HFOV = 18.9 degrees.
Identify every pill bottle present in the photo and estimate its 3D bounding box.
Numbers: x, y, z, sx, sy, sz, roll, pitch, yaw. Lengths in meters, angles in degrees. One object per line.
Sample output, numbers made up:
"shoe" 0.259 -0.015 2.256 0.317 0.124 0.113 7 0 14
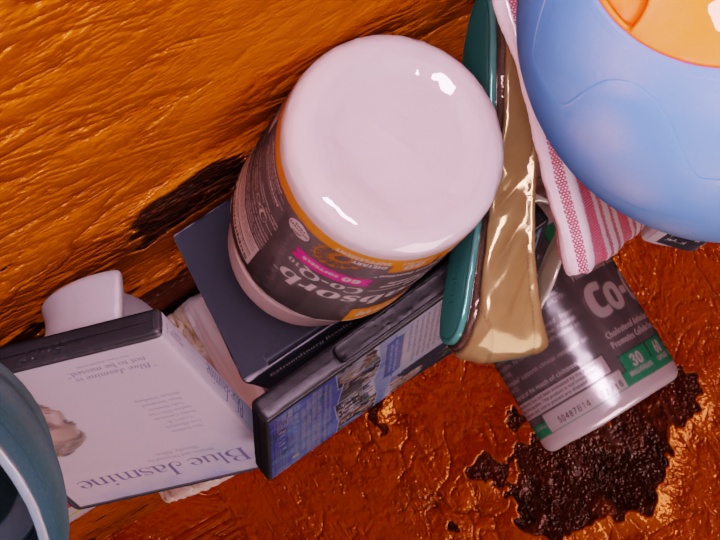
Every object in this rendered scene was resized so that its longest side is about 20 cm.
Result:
"pill bottle" 0.130 0.017 1.544 0.113 0.201 0.113 -31 175 -3
"pill bottle" -0.006 -0.039 1.142 0.116 0.117 0.200 -29 174 -20

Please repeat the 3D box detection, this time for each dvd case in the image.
"dvd case" -0.146 0.087 1.278 0.142 0.018 0.200 -14 151 13
"dvd case" 0.021 0.043 1.255 0.200 0.018 0.143 -35 166 -12

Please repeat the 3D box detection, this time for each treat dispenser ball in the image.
"treat dispenser ball" 0.170 -0.114 0.985 0.200 0.202 0.201 -31 174 -3

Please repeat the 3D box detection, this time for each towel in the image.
"towel" 0.115 -0.085 1.133 0.030 0.147 0.200 -14 -173 22

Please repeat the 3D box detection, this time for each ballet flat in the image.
"ballet flat" 0.082 -0.050 1.161 0.063 0.201 0.069 6 -179 -15

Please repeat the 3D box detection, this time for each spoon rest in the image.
"spoon rest" -0.155 0.048 1.328 0.060 0.100 0.200 -4 162 4

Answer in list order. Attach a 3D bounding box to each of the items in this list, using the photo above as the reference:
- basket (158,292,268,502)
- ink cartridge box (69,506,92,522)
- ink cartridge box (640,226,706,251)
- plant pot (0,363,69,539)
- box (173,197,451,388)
"basket" -0.097 0.086 1.673 0.123 0.136 0.200 -29 176 19
"ink cartridge box" -0.259 0.163 1.711 0.145 0.084 0.200 -31 174 -7
"ink cartridge box" 0.225 -0.136 1.210 0.043 0.201 0.198 13 157 -19
"plant pot" -0.226 0.116 1.028 0.199 0.201 0.188 -32 -170 9
"box" 0.000 0.000 1.366 0.148 0.107 0.200 -32 162 12
